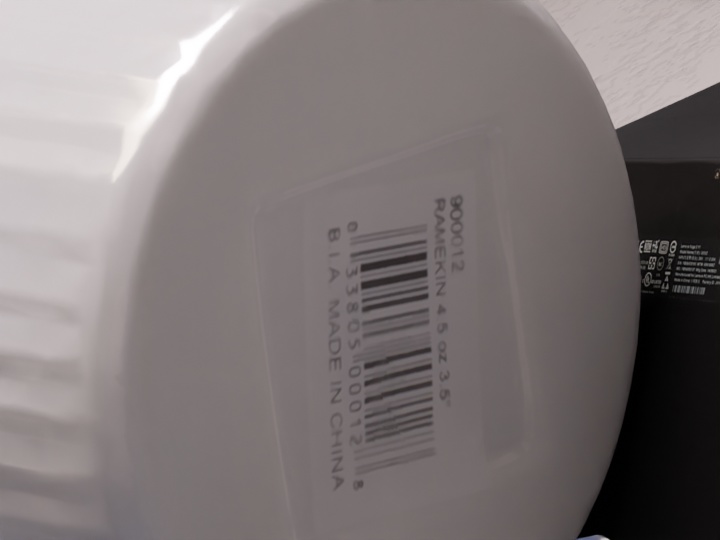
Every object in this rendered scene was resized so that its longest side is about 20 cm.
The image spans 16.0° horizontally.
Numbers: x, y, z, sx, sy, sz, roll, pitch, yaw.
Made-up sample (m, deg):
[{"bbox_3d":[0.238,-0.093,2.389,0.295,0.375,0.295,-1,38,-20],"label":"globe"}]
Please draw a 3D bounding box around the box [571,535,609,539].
[{"bbox_3d":[-0.030,0.148,0.481,0.199,0.107,0.148,-19,22,45],"label":"box"}]

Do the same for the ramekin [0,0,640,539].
[{"bbox_3d":[-0.022,0.010,0.612,0.097,0.201,0.200,8,41,45],"label":"ramekin"}]

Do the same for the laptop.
[{"bbox_3d":[0.123,0.010,0.675,0.187,0.115,0.201,-175,97,-69],"label":"laptop"}]
